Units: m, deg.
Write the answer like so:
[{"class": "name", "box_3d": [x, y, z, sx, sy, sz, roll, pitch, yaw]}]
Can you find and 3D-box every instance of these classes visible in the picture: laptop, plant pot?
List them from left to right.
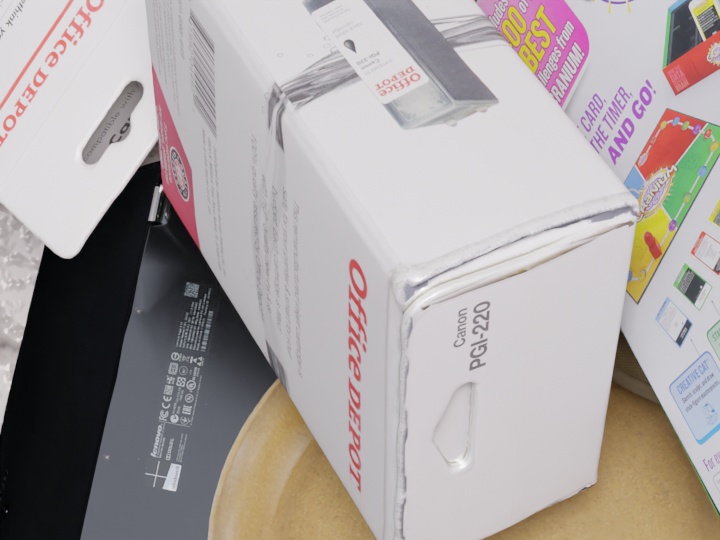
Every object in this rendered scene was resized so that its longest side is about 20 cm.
[{"class": "laptop", "box_3d": [-0.066, 0.060, 0.851, 0.198, 0.116, 0.189, 10, 80, 7]}, {"class": "plant pot", "box_3d": [0.044, 0.092, 0.722, 0.198, 0.028, 0.201, -8, 55, 11]}]

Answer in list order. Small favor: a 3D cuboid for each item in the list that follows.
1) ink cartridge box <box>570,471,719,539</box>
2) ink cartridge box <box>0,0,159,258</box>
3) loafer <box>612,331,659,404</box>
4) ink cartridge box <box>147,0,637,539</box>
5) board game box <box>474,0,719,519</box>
[{"class": "ink cartridge box", "box_3d": [0.084, 0.177, 0.774, 0.145, 0.085, 0.201, 22, 95, 25]}, {"class": "ink cartridge box", "box_3d": [-0.139, -0.103, 0.849, 0.200, 0.067, 0.117, 42, 103, 23]}, {"class": "loafer", "box_3d": [0.083, -0.026, 0.732, 0.076, 0.068, 0.200, -40, 57, -13]}, {"class": "ink cartridge box", "box_3d": [0.003, -0.025, 0.692, 0.084, 0.146, 0.201, -19, 51, -17]}, {"class": "board game box", "box_3d": [0.116, -0.041, 0.622, 0.201, 0.040, 0.153, 64, 149, 18]}]
